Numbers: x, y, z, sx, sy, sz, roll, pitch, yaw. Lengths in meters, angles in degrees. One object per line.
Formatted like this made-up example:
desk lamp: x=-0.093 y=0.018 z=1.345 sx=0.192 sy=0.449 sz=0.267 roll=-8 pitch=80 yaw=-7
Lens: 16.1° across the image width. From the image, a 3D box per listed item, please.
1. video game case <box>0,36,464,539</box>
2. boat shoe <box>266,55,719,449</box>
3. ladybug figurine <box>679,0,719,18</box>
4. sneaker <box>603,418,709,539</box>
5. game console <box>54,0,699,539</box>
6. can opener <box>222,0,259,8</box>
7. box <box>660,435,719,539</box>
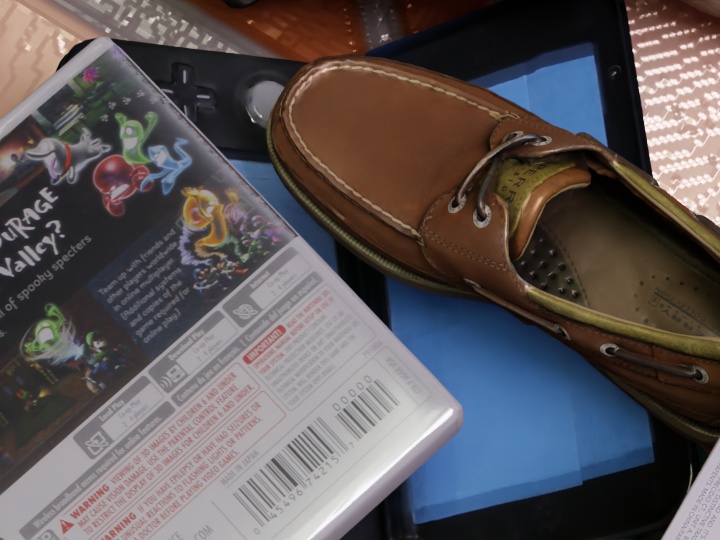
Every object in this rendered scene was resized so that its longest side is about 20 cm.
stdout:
video game case: x=-0.099 y=0.049 z=0.819 sx=0.200 sy=0.023 sz=0.182 roll=-41 pitch=73 yaw=-10
boat shoe: x=0.056 y=-0.020 z=0.807 sx=0.199 sy=0.068 sz=0.072 roll=28 pitch=76 yaw=15
ladybug figurine: x=0.129 y=-0.163 z=0.933 sx=0.136 sy=0.072 sz=0.200 roll=-43 pitch=80 yaw=-10
sneaker: x=0.127 y=0.136 z=0.851 sx=0.077 sy=0.080 sz=0.201 roll=-29 pitch=78 yaw=-8
game console: x=0.000 y=0.000 z=0.850 sx=0.170 sy=0.118 sz=0.201 roll=5 pitch=66 yaw=-27
can opener: x=-0.013 y=-0.193 z=0.955 sx=0.063 sy=0.079 sz=0.200 roll=21 pitch=68 yaw=45
box: x=0.168 y=0.113 z=0.688 sx=0.176 sy=0.097 sz=0.201 roll=28 pitch=86 yaw=26
